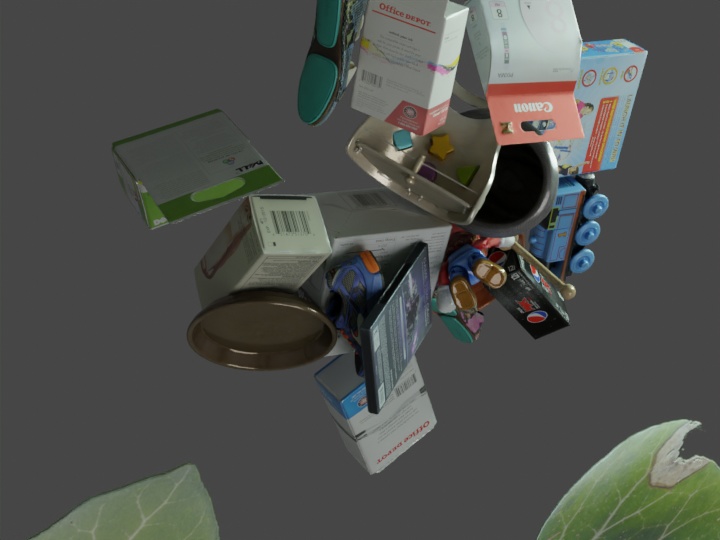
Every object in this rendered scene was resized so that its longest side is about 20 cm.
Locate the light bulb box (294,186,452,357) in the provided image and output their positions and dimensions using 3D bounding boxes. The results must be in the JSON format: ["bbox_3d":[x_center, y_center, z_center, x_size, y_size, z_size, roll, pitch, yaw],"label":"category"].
[{"bbox_3d":[0.000,0.000,1.519,0.197,0.125,0.201,-7,126,-31],"label":"light bulb box"}]

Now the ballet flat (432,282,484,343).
[{"bbox_3d":[0.142,0.048,1.656,0.200,0.069,0.071,43,65,-53],"label":"ballet flat"}]

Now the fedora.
[{"bbox_3d":[0.200,-0.137,1.543,0.090,0.199,0.178,3,108,-65],"label":"fedora"}]

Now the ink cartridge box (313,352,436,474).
[{"bbox_3d":[0.027,0.208,1.708,0.146,0.086,0.201,-36,136,-17],"label":"ink cartridge box"}]

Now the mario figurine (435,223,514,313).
[{"bbox_3d":[0.168,-0.001,1.545,0.123,0.200,0.107,-3,111,0],"label":"mario figurine"}]

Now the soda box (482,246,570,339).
[{"bbox_3d":[0.264,0.033,1.709,0.070,0.064,0.200,-24,139,22],"label":"soda box"}]

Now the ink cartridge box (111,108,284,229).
[{"bbox_3d":[-0.191,-0.100,1.263,0.147,0.200,0.076,-22,131,-19],"label":"ink cartridge box"}]

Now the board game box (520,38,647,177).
[{"bbox_3d":[0.321,-0.242,1.611,0.195,0.056,0.201,-11,127,-28],"label":"board game box"}]

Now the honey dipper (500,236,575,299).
[{"bbox_3d":[0.253,-0.018,1.582,0.038,0.200,0.038,-18,129,-24],"label":"honey dipper"}]

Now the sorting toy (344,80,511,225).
[{"bbox_3d":[0.112,-0.179,1.456,0.181,0.199,0.107,-58,168,-6],"label":"sorting toy"}]

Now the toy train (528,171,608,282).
[{"bbox_3d":[0.325,-0.071,1.723,0.114,0.087,0.201,-8,128,-19],"label":"toy train"}]

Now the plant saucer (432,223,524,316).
[{"bbox_3d":[0.172,-0.016,1.691,0.199,0.032,0.201,-18,130,-22],"label":"plant saucer"}]

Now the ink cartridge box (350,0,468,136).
[{"bbox_3d":[0.065,-0.288,1.351,0.067,0.116,0.201,-34,143,-50],"label":"ink cartridge box"}]

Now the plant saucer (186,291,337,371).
[{"bbox_3d":[-0.130,0.080,1.409,0.199,0.030,0.200,-2,149,-1],"label":"plant saucer"}]

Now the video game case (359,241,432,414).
[{"bbox_3d":[0.051,0.074,1.423,0.200,0.019,0.144,-55,148,-47],"label":"video game case"}]

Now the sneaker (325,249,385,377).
[{"bbox_3d":[-0.009,0.062,1.434,0.078,0.075,0.201,-12,123,-9],"label":"sneaker"}]

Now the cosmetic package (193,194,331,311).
[{"bbox_3d":[-0.132,-0.012,1.384,0.103,0.088,0.200,-1,153,-33],"label":"cosmetic package"}]

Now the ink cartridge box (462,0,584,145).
[{"bbox_3d":[0.236,-0.279,1.449,0.162,0.201,0.057,-8,166,-30],"label":"ink cartridge box"}]

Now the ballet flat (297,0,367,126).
[{"bbox_3d":[-0.029,-0.277,1.344,0.074,0.074,0.201,-6,127,-31],"label":"ballet flat"}]
